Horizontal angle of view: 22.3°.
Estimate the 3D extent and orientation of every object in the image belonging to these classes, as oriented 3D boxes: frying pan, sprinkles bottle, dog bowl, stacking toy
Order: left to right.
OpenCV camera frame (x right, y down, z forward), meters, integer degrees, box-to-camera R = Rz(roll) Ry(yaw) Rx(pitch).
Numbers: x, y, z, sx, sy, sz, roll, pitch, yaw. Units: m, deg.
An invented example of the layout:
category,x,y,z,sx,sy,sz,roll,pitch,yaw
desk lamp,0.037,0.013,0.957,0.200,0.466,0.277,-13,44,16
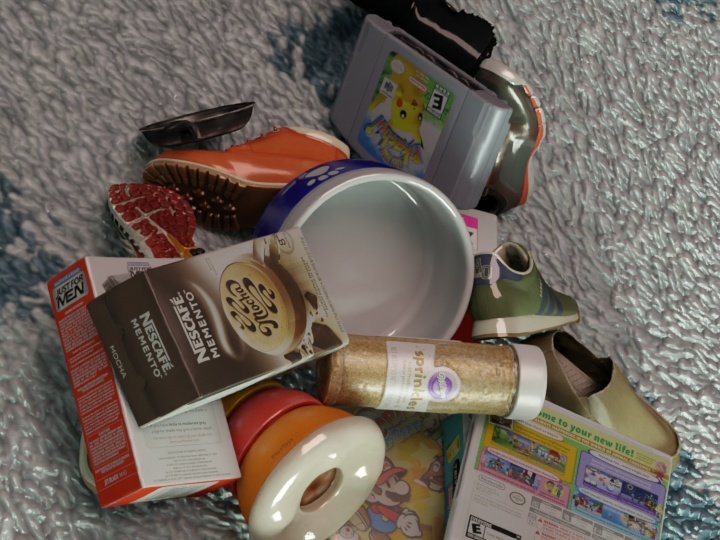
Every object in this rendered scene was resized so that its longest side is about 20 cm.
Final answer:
category,x,y,z,sx,sy,sz,roll,pitch,yaw
frying pan,-0.143,-0.137,1.712,0.115,0.190,0.031,-16,101,-15
stacking toy,-0.089,0.137,1.596,0.146,0.146,0.200,-23,51,-35
dog bowl,0.000,0.000,1.677,0.200,0.079,0.200,-7,107,-23
sprinkles bottle,0.063,0.094,1.628,0.200,0.068,0.068,5,58,-13

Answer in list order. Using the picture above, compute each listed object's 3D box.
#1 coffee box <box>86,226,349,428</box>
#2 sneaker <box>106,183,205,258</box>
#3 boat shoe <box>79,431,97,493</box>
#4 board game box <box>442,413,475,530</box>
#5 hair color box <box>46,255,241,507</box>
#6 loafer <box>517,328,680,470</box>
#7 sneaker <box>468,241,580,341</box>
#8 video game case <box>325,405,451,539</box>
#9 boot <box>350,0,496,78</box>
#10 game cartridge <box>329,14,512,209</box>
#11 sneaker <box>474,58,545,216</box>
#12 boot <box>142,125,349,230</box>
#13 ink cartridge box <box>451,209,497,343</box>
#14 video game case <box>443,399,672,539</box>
category,x,y,z,sx,sy,sz,roll,pitch,yaw
coffee box,-0.114,0.044,1.512,0.200,0.080,0.113,-19,84,-52
sneaker,-0.186,-0.005,1.662,0.078,0.082,0.200,0,43,-32
boat shoe,-0.211,0.095,1.589,0.072,0.065,0.200,10,56,-21
board game box,0.154,0.232,1.673,0.151,0.047,0.200,13,55,-20
hair color box,-0.181,0.091,1.525,0.111,0.064,0.200,1,69,-47
loafer,0.236,0.130,1.792,0.200,0.067,0.076,34,51,-4
sneaker,0.158,0.015,1.766,0.200,0.067,0.090,-7,89,-63
video game case,0.040,0.199,1.679,0.200,0.023,0.182,-12,67,-32
boot,0.064,-0.267,1.900,0.168,0.076,0.200,38,8,2
game cartridge,0.054,-0.150,1.811,0.040,0.133,0.200,-13,41,-44
sneaker,0.132,-0.119,1.825,0.077,0.200,0.082,30,57,31
boot,-0.104,-0.095,1.747,0.200,0.075,0.107,9,51,-4
ink cartridge box,0.038,0.002,1.790,0.200,0.044,0.174,15,54,-18
video game case,0.182,0.209,1.658,0.200,0.022,0.182,24,53,-10
